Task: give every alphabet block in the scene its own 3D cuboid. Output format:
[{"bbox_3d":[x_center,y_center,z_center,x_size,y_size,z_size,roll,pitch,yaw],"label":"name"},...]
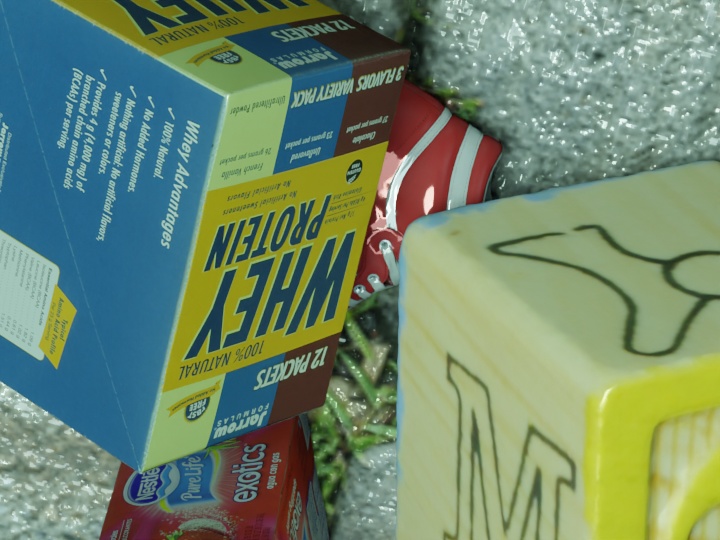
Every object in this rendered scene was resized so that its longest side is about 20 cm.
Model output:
[{"bbox_3d":[0.143,0.081,1.451,0.195,0.200,0.197,-12,118,-22],"label":"alphabet block"}]

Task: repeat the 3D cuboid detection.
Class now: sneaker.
[{"bbox_3d":[0.000,0.000,1.533,0.112,0.071,0.201,26,112,-3],"label":"sneaker"}]

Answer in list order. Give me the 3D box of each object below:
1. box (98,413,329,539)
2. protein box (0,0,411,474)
[{"bbox_3d":[-0.074,0.150,1.535,0.095,0.200,0.100,-8,114,7],"label":"box"},{"bbox_3d":[-0.111,-0.046,1.438,0.200,0.135,0.199,30,119,30],"label":"protein box"}]
